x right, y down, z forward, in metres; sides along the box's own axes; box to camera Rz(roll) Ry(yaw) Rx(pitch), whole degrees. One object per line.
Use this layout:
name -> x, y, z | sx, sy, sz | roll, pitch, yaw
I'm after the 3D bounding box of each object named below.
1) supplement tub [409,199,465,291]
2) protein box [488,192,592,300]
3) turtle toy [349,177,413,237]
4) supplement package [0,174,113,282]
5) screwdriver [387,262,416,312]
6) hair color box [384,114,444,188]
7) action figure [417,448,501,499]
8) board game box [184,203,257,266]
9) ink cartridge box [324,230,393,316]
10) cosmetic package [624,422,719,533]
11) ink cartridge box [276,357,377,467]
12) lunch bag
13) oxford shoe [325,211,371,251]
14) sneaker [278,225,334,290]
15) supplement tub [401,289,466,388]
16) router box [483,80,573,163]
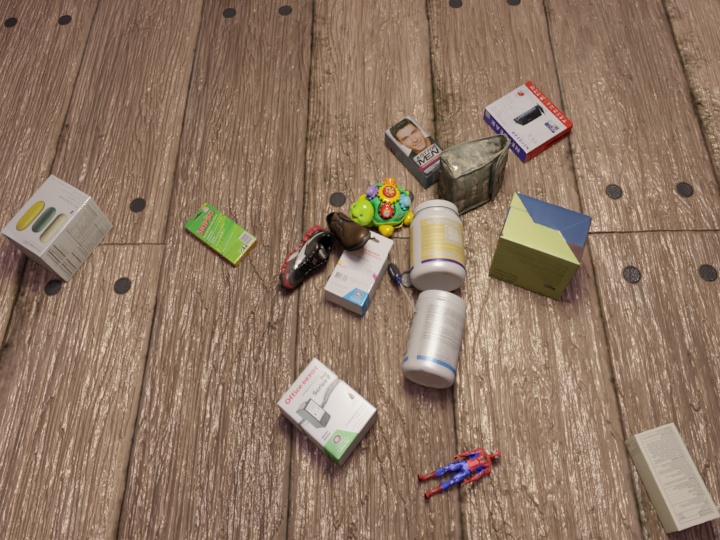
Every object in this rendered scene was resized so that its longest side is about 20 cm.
supplement tub -> 0.196, -0.061, 1.556 | 0.141, 0.146, 0.205 | 0, 64, 3
protein box -> 0.442, -0.057, 1.508 | 0.194, 0.201, 0.137 | 20, 66, 13
turtle toy -> 0.055, -0.174, 1.633 | 0.197, 0.102, 0.147 | -30, 65, -21
supplement package -> -0.815, -0.113, 1.636 | 0.149, 0.152, 0.203 | 26, 68, 15
screwdriver -> 0.104, 0.045, 1.532 | 0.028, 0.028, 0.202 | -21, 38, 3
hair color box -> 0.165, -0.344, 1.743 | 0.098, 0.061, 0.201 | -34, 66, -13
action figure -> 0.228, 0.450, 1.361 | 0.195, 0.052, 0.067 | -21, 60, -9
board game box -> -0.388, -0.102, 1.676 | 0.198, 0.030, 0.096 | 35, 70, 15
ink cartridge box -> 0.000, 0.000, 1.580 | 0.113, 0.068, 0.203 | 22, 68, 15
cosmetic package -> 0.675, 0.451, 1.318 | 0.101, 0.074, 0.205 | -14, 64, -4
ink cartridge box -> -0.078, 0.329, 1.415 | 0.198, 0.085, 0.147 | 35, 70, 19
lunch bag -> 0.318, -0.265, 1.637 | 0.196, 0.165, 0.119 | -24, 59, -8
oxford shoe -> -0.041, -0.105, 1.549 | 0.073, 0.085, 0.199 | -49, 31, -9
sneaker -> -0.136, -0.032, 1.587 | 0.097, 0.071, 0.202 | 12, 59, 46
supplement tub -> 0.179, 0.166, 1.454 | 0.128, 0.133, 0.205 | 13, 65, 9
router box -> 0.490, -0.439, 1.776 | 0.177, 0.049, 0.202 | -31, 66, -12
